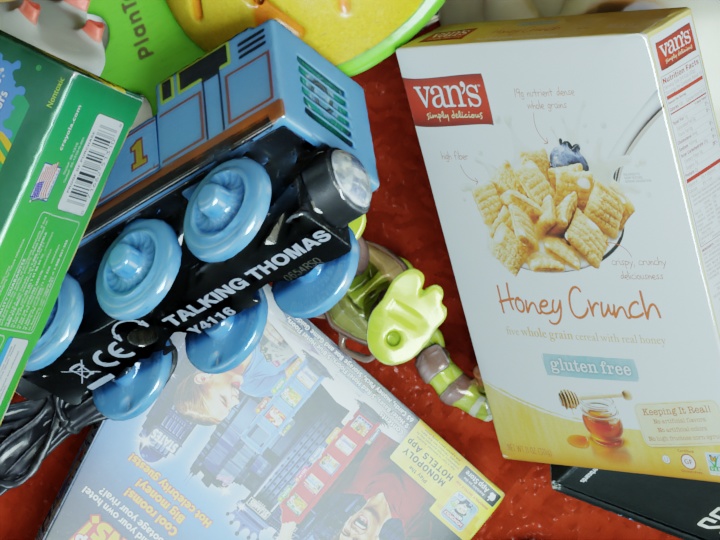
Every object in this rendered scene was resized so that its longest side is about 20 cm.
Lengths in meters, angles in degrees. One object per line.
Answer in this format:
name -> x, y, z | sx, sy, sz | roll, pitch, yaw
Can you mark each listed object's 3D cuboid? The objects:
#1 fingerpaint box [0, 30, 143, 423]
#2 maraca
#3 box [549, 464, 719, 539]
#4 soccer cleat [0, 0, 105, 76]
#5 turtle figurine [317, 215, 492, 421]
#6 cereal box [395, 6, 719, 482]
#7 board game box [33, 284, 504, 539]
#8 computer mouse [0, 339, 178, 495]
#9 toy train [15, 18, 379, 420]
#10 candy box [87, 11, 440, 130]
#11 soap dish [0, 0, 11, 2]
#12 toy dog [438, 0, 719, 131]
fingerpaint box -> -0.210, -0.017, 0.940 | 0.166, 0.073, 0.201 | 26, 93, 19
maraca -> -0.042, -0.143, 1.021 | 0.199, 0.107, 0.138 | -24, 76, 17
box -> 0.206, 0.046, 1.064 | 0.163, 0.200, 0.087 | 22, 46, -20
soccer cleat -> -0.182, -0.112, 1.045 | 0.069, 0.200, 0.078 | 13, 106, -44
turtle figurine -> 0.000, 0.000, 1.077 | 0.064, 0.161, 0.201 | -32, 85, 4
cereal box -> 0.099, -0.010, 0.978 | 0.039, 0.143, 0.201 | -30, 111, -39
board game box -> -0.069, 0.118, 1.112 | 0.200, 0.062, 0.200 | 42, 86, -6
computer mouse -> -0.183, 0.001, 1.089 | 0.138, 0.053, 0.201 | -33, 83, 10
toy train -> -0.080, -0.017, 0.987 | 0.199, 0.115, 0.087 | -29, 138, 27
candy box -> -0.077, -0.178, 1.101 | 0.167, 0.072, 0.201 | -23, 93, -7
soap dish -> -0.104, -0.197, 0.956 | 0.156, 0.201, 0.082 | -5, 133, 29
toy dog -> 0.123, -0.097, 1.064 | 0.138, 0.200, 0.196 | -8, 92, -7
